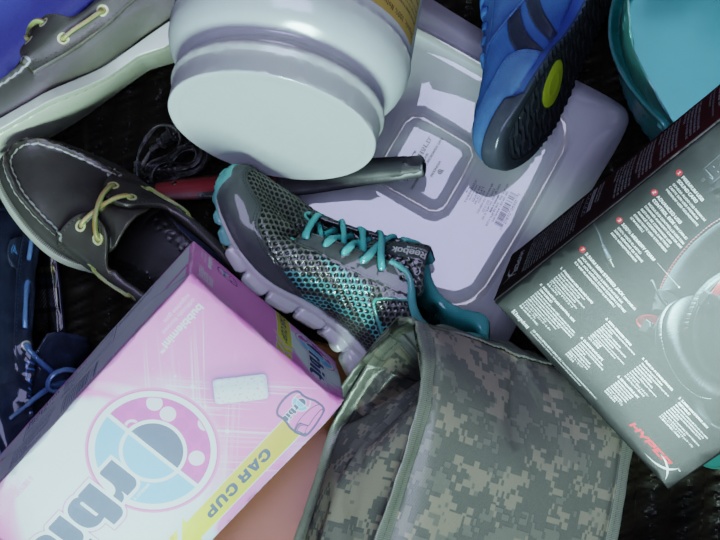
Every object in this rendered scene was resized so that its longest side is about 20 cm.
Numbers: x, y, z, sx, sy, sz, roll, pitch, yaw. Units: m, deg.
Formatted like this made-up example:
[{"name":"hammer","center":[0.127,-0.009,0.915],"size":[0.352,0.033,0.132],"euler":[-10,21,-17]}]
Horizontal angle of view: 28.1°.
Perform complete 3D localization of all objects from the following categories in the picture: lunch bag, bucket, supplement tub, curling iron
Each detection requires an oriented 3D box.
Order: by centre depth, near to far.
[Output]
[{"name":"lunch bag","center":[0.060,0.136,0.830],"size":[0.163,0.117,0.201],"euler":[20,87,-26]},{"name":"supplement tub","center":[-0.032,-0.169,0.848],"size":[0.143,0.145,0.201],"euler":[10,67,4]},{"name":"bucket","center":[0.248,-0.148,0.860],"size":[0.206,0.135,0.209],"euler":[0,85,2]},{"name":"curling iron","center":[-0.055,-0.065,0.893],"size":[0.199,0.026,0.050],"euler":[3,85,22]}]

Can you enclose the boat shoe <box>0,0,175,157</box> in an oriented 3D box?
[{"name":"boat shoe","center":[-0.176,-0.138,0.912],"size":[0.201,0.072,0.060],"euler":[-32,88,-7]}]

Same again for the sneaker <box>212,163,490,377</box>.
[{"name":"sneaker","center":[0.000,0.000,0.858],"size":[0.200,0.078,0.091],"euler":[44,122,-16]}]

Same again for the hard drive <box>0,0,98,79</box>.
[{"name":"hard drive","center":[-0.252,-0.190,0.942],"size":[0.200,0.025,0.132],"euler":[-42,85,-2]}]

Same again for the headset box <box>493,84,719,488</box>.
[{"name":"headset box","center":[0.196,-0.002,0.773],"size":[0.149,0.075,0.200],"euler":[46,116,-6]}]

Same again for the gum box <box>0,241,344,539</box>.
[{"name":"gum box","center":[-0.119,0.099,0.822],"size":[0.113,0.066,0.200],"euler":[41,100,-15]}]

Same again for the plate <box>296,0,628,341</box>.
[{"name":"plate","center":[0.042,-0.066,0.914],"size":[0.199,0.032,0.200],"euler":[30,86,5]}]

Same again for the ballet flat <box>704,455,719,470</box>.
[{"name":"ballet flat","center":[0.243,0.100,0.882],"size":[0.199,0.071,0.065],"euler":[35,60,3]}]

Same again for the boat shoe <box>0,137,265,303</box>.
[{"name":"boat shoe","center":[-0.137,-0.021,0.875],"size":[0.201,0.061,0.072],"euler":[36,71,1]}]

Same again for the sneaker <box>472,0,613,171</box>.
[{"name":"sneaker","center":[0.099,-0.147,0.886],"size":[0.078,0.066,0.201],"euler":[17,63,20]}]

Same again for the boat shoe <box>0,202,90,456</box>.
[{"name":"boat shoe","center":[-0.201,0.051,0.889],"size":[0.068,0.084,0.201],"euler":[-15,86,4]}]

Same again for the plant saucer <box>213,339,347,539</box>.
[{"name":"plant saucer","center":[-0.054,0.141,0.897],"size":[0.199,0.037,0.202],"euler":[0,85,2]}]
